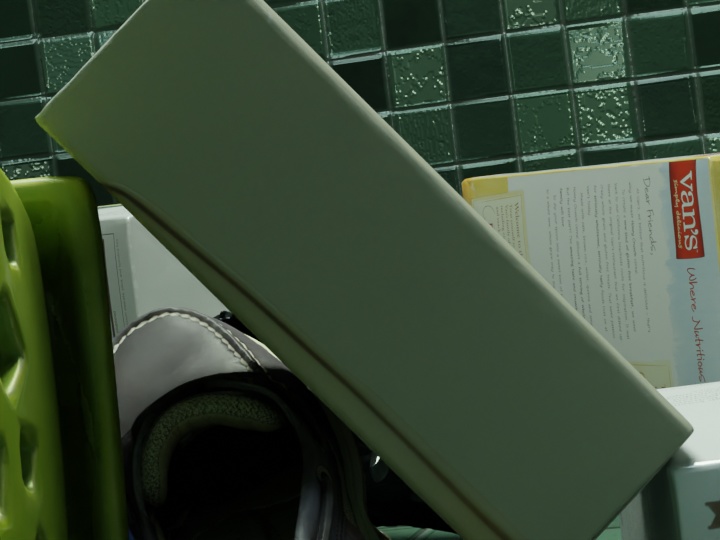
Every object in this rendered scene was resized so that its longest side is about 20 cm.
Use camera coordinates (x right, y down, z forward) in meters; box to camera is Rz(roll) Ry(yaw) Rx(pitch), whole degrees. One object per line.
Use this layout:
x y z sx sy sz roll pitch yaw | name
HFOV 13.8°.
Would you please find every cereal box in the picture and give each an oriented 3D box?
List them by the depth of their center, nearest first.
0.123 0.021 1.390 0.039 0.145 0.200 -8 3 -32 | cereal box

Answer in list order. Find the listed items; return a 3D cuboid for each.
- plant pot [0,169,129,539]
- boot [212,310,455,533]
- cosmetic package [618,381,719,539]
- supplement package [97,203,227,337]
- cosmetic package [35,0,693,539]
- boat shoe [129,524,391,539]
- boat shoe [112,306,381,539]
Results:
-0.171 0.064 0.839 0.199 0.200 0.181 -7 -4 20 | plant pot
-0.031 0.063 1.194 0.198 0.074 0.162 2 -15 36 | boot
0.138 0.077 0.946 0.101 0.074 0.200 -8 5 1 | cosmetic package
-0.106 0.042 1.464 0.151 0.151 0.200 -10 4 -41 | supplement package
0.000 0.000 0.888 0.073 0.200 0.104 -47 2 -1 | cosmetic package
-0.033 0.096 0.996 0.072 0.073 0.200 9 2 -37 | boat shoe
-0.038 0.062 0.892 0.072 0.065 0.200 -31 37 1 | boat shoe
